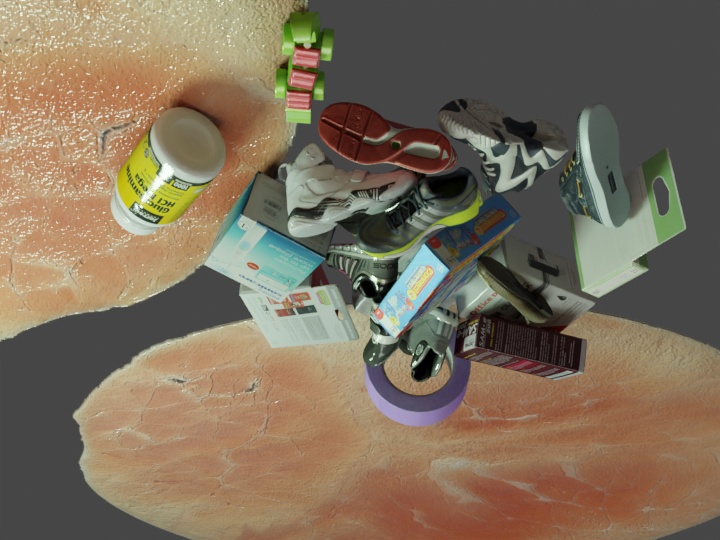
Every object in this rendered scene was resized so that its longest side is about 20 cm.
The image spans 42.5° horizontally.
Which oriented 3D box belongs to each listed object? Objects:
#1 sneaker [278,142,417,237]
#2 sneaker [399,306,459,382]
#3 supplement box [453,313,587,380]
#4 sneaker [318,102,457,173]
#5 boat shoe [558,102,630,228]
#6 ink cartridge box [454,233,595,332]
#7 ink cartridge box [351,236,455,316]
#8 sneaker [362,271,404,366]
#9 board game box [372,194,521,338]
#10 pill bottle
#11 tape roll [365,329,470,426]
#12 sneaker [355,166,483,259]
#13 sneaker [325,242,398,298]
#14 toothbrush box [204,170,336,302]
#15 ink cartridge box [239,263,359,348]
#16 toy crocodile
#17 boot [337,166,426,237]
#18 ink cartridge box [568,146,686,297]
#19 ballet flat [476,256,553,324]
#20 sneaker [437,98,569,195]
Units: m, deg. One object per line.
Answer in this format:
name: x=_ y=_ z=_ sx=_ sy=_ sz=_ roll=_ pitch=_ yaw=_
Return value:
sneaker: x=-0.023 y=-0.132 z=1.320 sx=0.197 sy=0.117 sz=0.075 roll=-20 pitch=168 yaw=8
sneaker: x=0.100 y=0.143 z=1.610 sx=0.074 sy=0.117 sz=0.200 roll=23 pitch=155 yaw=-9
supplement box: x=0.269 y=0.131 z=1.566 sx=0.196 sy=0.062 sz=0.109 roll=13 pitch=164 yaw=-12
sneaker: x=0.043 y=-0.173 z=1.291 sx=0.197 sy=0.080 sz=0.115 roll=23 pitch=-175 yaw=17
boat shoe: x=0.321 y=-0.150 z=1.326 sx=0.090 sy=0.071 sz=0.202 roll=20 pitch=143 yaw=45
ink cartridge box: x=0.277 y=0.035 z=1.588 sx=0.197 sy=0.085 sz=0.144 roll=20 pitch=134 yaw=-26
ink cartridge box: x=0.104 y=0.020 z=1.641 sx=0.161 sy=0.058 sz=0.201 roll=22 pitch=121 yaw=-30
sneaker: x=0.042 y=0.078 z=1.604 sx=0.087 sy=0.075 sz=0.201 roll=19 pitch=117 yaw=-28
board game box: x=0.133 y=-0.007 z=1.440 sx=0.056 sy=0.199 sz=0.197 roll=47 pitch=140 yaw=11
pill bottle: x=-0.283 y=-0.134 z=1.330 sx=0.111 sy=0.114 sz=0.199 roll=20 pitch=143 yaw=-28
tape roll: x=0.106 y=0.184 z=1.732 sx=0.196 sy=0.203 sz=0.066 roll=1 pitch=149 yaw=1
sneaker: x=0.079 y=-0.088 z=1.294 sx=0.198 sy=0.074 sz=0.081 roll=-29 pitch=149 yaw=-8
sneaker: x=0.000 y=0.000 z=1.500 sx=0.073 sy=0.089 sz=0.199 roll=-2 pitch=-178 yaw=-31
toothbrush box: x=-0.141 y=-0.047 z=1.442 sx=0.145 sy=0.086 sz=0.200 roll=27 pitch=150 yaw=-15
ink cartridge box: x=-0.101 y=0.050 z=1.640 sx=0.172 sy=0.085 sz=0.201 roll=-5 pitch=148 yaw=10
toy crocodile: x=-0.074 y=-0.254 z=1.183 sx=0.066 sy=0.063 sz=0.201 roll=6 pitch=148 yaw=-7
boot: x=-0.002 y=-0.120 z=1.386 sx=0.137 sy=0.079 sz=0.200 roll=22 pitch=141 yaw=-22
ink cartridge box: x=0.403 y=-0.069 z=1.377 sx=0.047 sy=0.148 sz=0.199 roll=19 pitch=143 yaw=-31
ballet flat: x=0.240 y=0.038 z=1.475 sx=0.046 sy=0.068 sz=0.199 roll=-36 pitch=137 yaw=23
sneaker: x=0.180 y=-0.161 z=1.302 sx=0.196 sy=0.081 sz=0.130 roll=5 pitch=140 yaw=-25
